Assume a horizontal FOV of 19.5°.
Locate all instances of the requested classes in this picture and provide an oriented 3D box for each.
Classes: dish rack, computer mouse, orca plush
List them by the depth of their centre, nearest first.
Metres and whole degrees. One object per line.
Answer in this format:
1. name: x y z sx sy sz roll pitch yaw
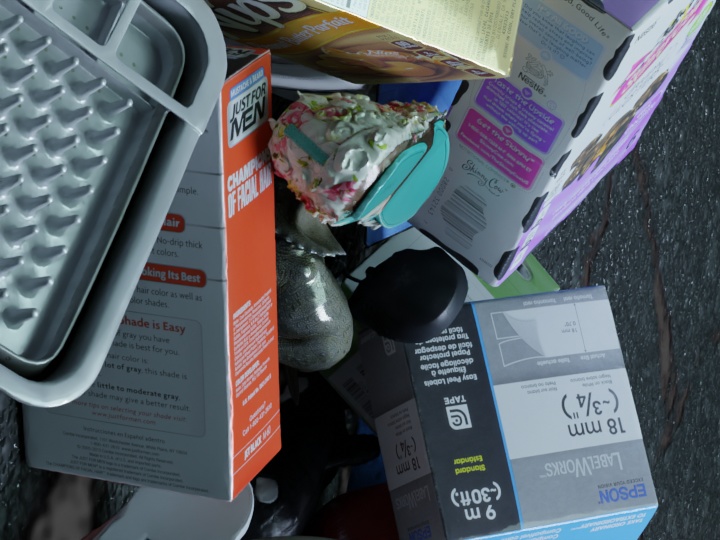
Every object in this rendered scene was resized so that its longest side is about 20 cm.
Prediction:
1. dish rack: -0.151 -0.061 0.821 0.171 0.043 0.201 37 57 -29
2. computer mouse: 0.000 0.000 1.185 0.034 0.200 0.059 43 79 -25
3. orca plush: -0.016 0.112 1.287 0.200 0.071 0.106 -39 133 -62

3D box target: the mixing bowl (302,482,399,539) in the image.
1. mixing bowl: 0.010 0.209 1.289 0.200 0.108 0.201 -163 -90 -75

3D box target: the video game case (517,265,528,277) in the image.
1. video game case: 0.083 0.119 1.531 0.200 0.022 0.183 104 4 -62

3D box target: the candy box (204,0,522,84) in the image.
1. candy box: -0.034 -0.138 0.971 0.199 0.115 0.056 15 82 -40

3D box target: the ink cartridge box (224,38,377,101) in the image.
1. ink cartridge box: -0.017 -0.170 1.165 0.200 0.084 0.146 12 86 -68

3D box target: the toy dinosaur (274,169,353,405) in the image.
1. toy dinosaur: -0.044 0.018 1.133 0.077 0.102 0.201 -59 149 -46

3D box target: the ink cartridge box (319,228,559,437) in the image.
1. ink cartridge box: 0.044 0.025 1.327 0.059 0.104 0.200 -41 -179 33

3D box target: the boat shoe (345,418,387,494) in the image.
1. boat shoe: 0.032 0.101 1.428 0.201 0.084 0.069 -67 162 7

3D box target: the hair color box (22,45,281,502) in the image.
1. hair color box: -0.099 -0.003 0.967 0.064 0.110 0.201 -46 140 -60

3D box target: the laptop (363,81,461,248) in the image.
1. laptop: 0.090 -0.120 1.195 0.116 0.199 0.187 63 24 0

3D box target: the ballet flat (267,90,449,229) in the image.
1. ballet flat: 0.001 -0.060 1.008 0.076 0.064 0.200 -54 173 5

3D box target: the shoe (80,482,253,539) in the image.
1. shoe: -0.131 0.173 1.001 0.200 0.071 0.091 -43 169 -33

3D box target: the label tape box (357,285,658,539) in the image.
1. label tape box: 0.091 0.117 1.199 0.063 0.144 0.201 -33 -114 60

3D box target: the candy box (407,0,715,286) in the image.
1. candy box: 0.120 -0.113 1.134 0.168 0.071 0.200 -43 164 -42

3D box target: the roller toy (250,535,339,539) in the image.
1. roller toy: -0.034 0.247 1.119 0.183 0.199 0.140 -61 154 -52
